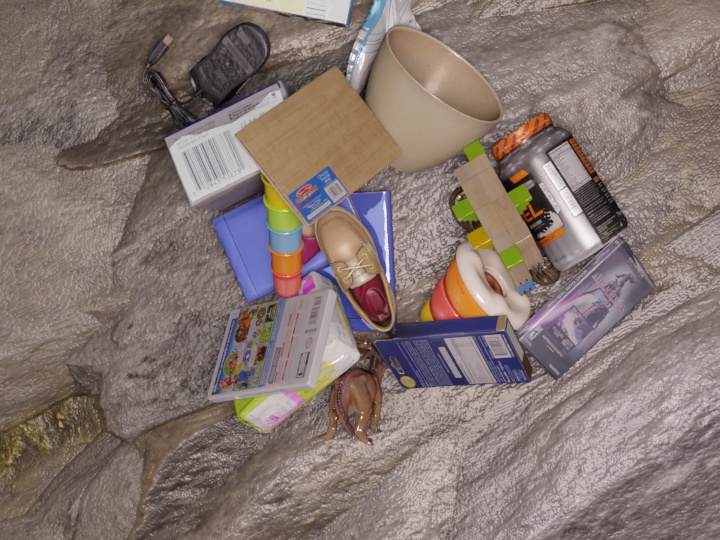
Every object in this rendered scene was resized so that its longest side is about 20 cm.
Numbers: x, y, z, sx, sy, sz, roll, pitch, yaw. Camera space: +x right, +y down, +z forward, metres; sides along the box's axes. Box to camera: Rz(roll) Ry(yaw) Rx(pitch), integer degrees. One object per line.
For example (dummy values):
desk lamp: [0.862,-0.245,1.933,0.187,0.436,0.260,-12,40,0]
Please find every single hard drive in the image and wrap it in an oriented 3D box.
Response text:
hard drive: [-0.101,-0.056,1.668,0.198,0.025,0.133,-25,88,8]
hard drive: [-0.015,-0.012,1.692,0.130,0.025,0.204,-3,91,7]

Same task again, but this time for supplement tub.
supplement tub: [0.276,-0.113,1.610,0.122,0.123,0.201,-33,87,6]

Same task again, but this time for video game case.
video game case: [0.318,0.056,1.609,0.200,0.143,0.019,-43,48,5]
video game case: [-0.125,0.106,1.591,0.198,0.018,0.145,-12,54,39]

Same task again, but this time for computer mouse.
computer mouse: [-0.230,-0.310,1.703,0.140,0.046,0.200,45,107,0]

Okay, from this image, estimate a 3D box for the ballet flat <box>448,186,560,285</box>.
ballet flat: [0.210,-0.051,1.656,0.200,0.046,0.068,43,95,4]

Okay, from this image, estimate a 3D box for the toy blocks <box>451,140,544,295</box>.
toy blocks: [0.196,-0.060,1.567,0.099,0.137,0.202,-29,56,7]

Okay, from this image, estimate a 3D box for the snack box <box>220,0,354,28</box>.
snack box: [-0.102,-0.436,1.689,0.197,0.037,0.118,12,92,6]

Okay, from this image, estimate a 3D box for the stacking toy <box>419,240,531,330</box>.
stacking toy: [0.132,0.065,1.638,0.199,0.146,0.147,-39,86,30]

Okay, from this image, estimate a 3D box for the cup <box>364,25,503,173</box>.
cup: [0.081,-0.223,1.610,0.200,0.200,0.144,40,119,4]

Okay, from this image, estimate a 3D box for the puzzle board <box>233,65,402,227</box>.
puzzle board: [-0.053,-0.164,1.501,0.200,0.017,0.151,-40,92,-34]

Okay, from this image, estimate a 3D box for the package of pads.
package of pads: [-0.102,0.118,1.627,0.199,0.155,0.068,-40,131,16]

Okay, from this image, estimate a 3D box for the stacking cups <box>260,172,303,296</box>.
stacking cups: [-0.098,-0.052,1.555,0.059,0.061,0.202,3,132,6]

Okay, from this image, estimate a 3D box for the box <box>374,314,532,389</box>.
box: [0.128,0.116,1.594,0.197,0.122,0.033,-7,47,26]

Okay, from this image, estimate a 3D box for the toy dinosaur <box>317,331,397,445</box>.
toy dinosaur: [-0.006,0.165,1.624,0.085,0.200,0.138,11,107,14]

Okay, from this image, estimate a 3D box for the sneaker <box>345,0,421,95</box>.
sneaker: [0.041,-0.340,1.660,0.086,0.075,0.202,23,94,0]

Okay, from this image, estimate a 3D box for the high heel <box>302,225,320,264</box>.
high heel: [-0.063,-0.096,1.592,0.067,0.096,0.203,23,94,6]

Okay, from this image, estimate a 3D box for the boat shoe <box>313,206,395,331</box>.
boat shoe: [0.000,0.000,1.603,0.073,0.067,0.201,-31,117,4]

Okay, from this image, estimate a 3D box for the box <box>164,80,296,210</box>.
box: [-0.156,-0.172,1.617,0.182,0.200,0.106,-25,88,6]
